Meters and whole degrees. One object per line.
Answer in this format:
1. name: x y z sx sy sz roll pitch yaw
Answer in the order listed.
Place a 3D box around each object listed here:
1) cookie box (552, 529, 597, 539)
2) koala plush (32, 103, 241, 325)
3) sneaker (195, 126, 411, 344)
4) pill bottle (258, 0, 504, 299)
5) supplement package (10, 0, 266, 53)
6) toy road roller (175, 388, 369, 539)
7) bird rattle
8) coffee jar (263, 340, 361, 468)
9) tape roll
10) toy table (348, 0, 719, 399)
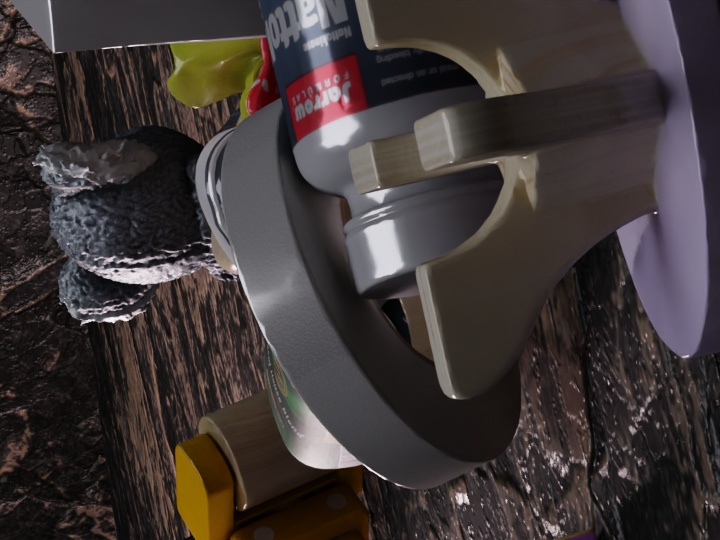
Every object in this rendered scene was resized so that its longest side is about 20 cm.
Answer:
1. cookie box: 0.033 0.213 1.260 0.200 0.171 0.075 105 149 -65
2. koala plush: -0.105 -0.046 1.620 0.178 0.199 0.184 93 162 -49
3. sneaker: 0.000 0.000 1.342 0.200 0.078 0.079 49 151 -19
4. pill bottle: 0.020 -0.095 1.151 0.120 0.119 0.201 129 129 -76
5. supplement package: -0.127 -0.195 1.377 0.200 0.119 0.122 -137 42 -70
6. toy road roller: -0.042 0.186 1.767 0.146 0.123 0.200 52 155 36
7. bird rattle: -0.043 -0.075 1.464 0.200 0.112 0.164 -135 58 -66
8. coffee jar: -0.007 0.038 1.504 0.200 0.085 0.105 106 151 -66
9. tape roll: 0.008 0.005 1.223 0.203 0.037 0.203 43 -148 -35
10. toy table: 0.066 -0.057 0.960 0.184 0.117 0.201 123 134 -75
